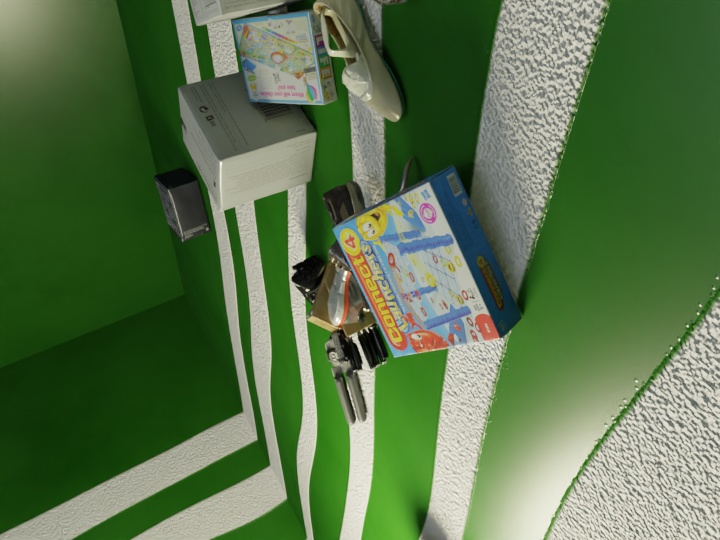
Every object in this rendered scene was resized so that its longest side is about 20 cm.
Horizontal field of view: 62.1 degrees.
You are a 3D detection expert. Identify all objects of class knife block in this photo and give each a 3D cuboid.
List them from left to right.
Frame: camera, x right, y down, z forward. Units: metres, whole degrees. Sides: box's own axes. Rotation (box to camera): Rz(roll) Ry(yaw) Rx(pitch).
[{"bbox_3d":[-0.004,0.078,1.114,0.064,0.171,0.206,146,146,-72],"label":"knife block"}]

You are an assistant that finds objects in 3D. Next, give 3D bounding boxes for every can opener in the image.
[{"bbox_3d":[-0.030,0.236,1.325,0.067,0.052,0.206,-76,-28,-74],"label":"can opener"}]

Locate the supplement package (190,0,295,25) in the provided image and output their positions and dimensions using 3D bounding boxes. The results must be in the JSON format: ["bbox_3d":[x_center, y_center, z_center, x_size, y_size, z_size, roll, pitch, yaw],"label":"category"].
[{"bbox_3d":[-0.197,-0.510,0.929,0.150,0.148,0.206,25,131,57],"label":"supplement package"}]

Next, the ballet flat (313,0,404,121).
[{"bbox_3d":[-0.008,-0.286,0.806,0.205,0.068,0.069,66,156,8],"label":"ballet flat"}]

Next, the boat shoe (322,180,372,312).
[{"bbox_3d":[-0.016,-0.033,0.931,0.075,0.071,0.207,86,172,-82],"label":"boat shoe"}]

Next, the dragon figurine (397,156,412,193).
[{"bbox_3d":[0.053,-0.059,0.866,0.099,0.058,0.206,25,133,58],"label":"dragon figurine"}]

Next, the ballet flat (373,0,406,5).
[{"bbox_3d":[0.050,-0.351,0.620,0.074,0.070,0.200,64,156,9],"label":"ballet flat"}]

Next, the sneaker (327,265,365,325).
[{"bbox_3d":[0.000,0.000,1.032,0.077,0.079,0.206,-122,43,-58],"label":"sneaker"}]

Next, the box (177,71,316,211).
[{"bbox_3d":[-0.212,-0.251,1.117,0.201,0.195,0.132,56,153,25],"label":"box"}]

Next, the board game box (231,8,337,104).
[{"bbox_3d":[-0.127,-0.348,0.984,0.196,0.034,0.139,16,125,41],"label":"board game box"}]

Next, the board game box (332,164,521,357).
[{"bbox_3d":[0.078,0.000,0.764,0.193,0.055,0.205,-19,100,50],"label":"board game box"}]

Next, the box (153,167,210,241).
[{"bbox_3d":[-0.651,-0.245,2.188,0.199,0.121,0.204,34,140,50],"label":"box"}]

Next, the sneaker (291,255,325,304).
[{"bbox_3d":[-0.092,0.030,1.224,0.200,0.074,0.090,-118,4,-79],"label":"sneaker"}]
